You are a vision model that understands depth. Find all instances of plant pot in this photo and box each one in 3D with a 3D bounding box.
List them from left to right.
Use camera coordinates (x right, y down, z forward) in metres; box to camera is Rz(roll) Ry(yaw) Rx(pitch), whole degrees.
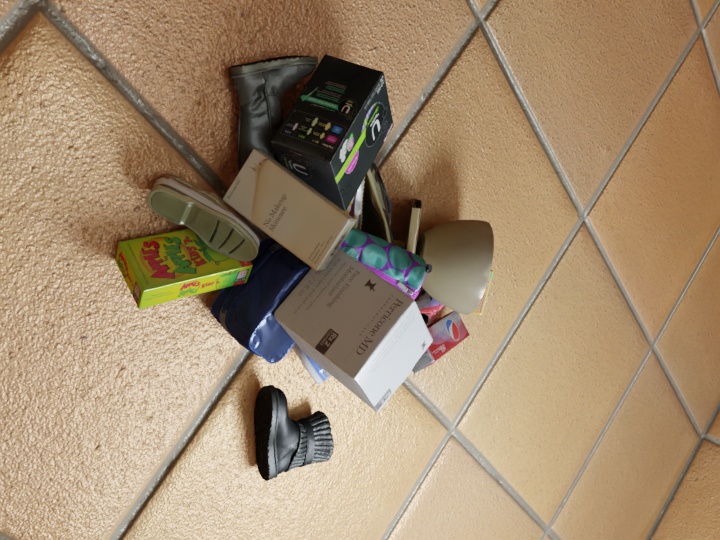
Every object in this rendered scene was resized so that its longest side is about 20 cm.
[{"bbox_3d":[0.185,-0.019,1.667,0.131,0.200,0.205,12,97,-10],"label":"plant pot"}]

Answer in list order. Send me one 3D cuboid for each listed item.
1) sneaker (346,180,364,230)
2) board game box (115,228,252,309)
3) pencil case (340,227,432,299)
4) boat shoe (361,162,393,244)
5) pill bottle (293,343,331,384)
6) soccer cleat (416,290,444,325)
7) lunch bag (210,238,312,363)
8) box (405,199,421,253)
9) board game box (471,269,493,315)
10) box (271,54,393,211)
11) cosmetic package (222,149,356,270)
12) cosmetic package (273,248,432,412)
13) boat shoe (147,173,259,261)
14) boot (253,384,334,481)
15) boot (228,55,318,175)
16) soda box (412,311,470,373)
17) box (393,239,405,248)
[{"bbox_3d":[-0.045,-0.152,1.479,0.089,0.074,0.205,-17,112,-37],"label":"sneaker"},{"bbox_3d":[-0.287,-0.012,1.287,0.197,0.102,0.048,-14,149,-37],"label":"board game box"},{"bbox_3d":[0.030,-0.015,1.465,0.196,0.093,0.086,23,122,-14],"label":"pencil case"},{"bbox_3d":[0.035,-0.119,1.537,0.064,0.072,0.205,-21,100,-42],"label":"boat shoe"},{"bbox_3d":[-0.031,0.117,1.513,0.198,0.114,0.115,-35,126,-4],"label":"pill bottle"},{"bbox_3d":[0.146,0.089,1.724,0.198,0.073,0.070,-25,119,-33],"label":"soccer cleat"},{"bbox_3d":[-0.162,0.043,1.398,0.201,0.131,0.136,-52,149,-11],"label":"lunch bag"},{"bbox_3d":[0.102,-0.037,1.607,0.021,0.164,0.205,8,101,3],"label":"box"},{"bbox_3d":[0.245,0.030,1.733,0.029,0.200,0.098,13,97,-6],"label":"board game box"},{"bbox_3d":[-0.044,-0.240,1.366,0.203,0.122,0.149,-62,159,-20],"label":"box"},{"bbox_3d":[-0.116,-0.099,1.295,0.105,0.198,0.073,-56,173,7],"label":"cosmetic package"},{"bbox_3d":[-0.009,0.100,1.346,0.166,0.198,0.166,-50,149,-13],"label":"cosmetic package"},{"bbox_3d":[-0.246,-0.092,1.281,0.198,0.075,0.069,34,36,-18],"label":"boat shoe"},{"bbox_3d":[-0.127,0.303,1.547,0.155,0.079,0.216,-12,122,-31],"label":"boot"},{"bbox_3d":[-0.143,-0.261,1.360,0.178,0.072,0.205,-17,109,-22],"label":"boot"},{"bbox_3d":[0.164,0.151,1.708,0.071,0.063,0.199,61,32,3],"label":"soda box"},{"bbox_3d":[0.000,0.000,1.587,0.197,0.048,0.120,-4,107,-43],"label":"box"}]
